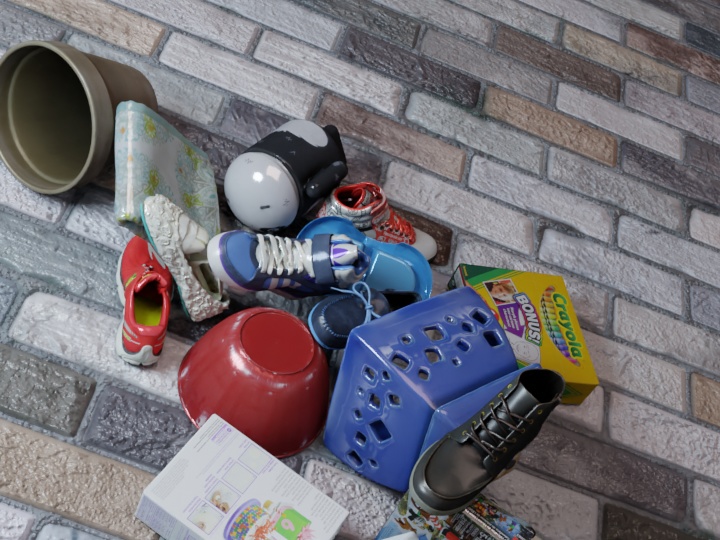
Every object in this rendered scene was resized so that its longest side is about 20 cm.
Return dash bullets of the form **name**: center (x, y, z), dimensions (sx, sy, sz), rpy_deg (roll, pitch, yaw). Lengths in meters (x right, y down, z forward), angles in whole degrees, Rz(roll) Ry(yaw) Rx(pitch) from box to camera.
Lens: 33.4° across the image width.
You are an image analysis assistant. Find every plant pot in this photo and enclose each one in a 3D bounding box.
- **plant pot**: center (-0.376, -0.216, 1.631), dimensions (0.200, 0.200, 0.173), rpy_deg (42, 30, 15)
- **plant pot**: center (0.096, 0.166, 1.453), dimensions (0.200, 0.200, 0.180), rpy_deg (-20, 48, -36)

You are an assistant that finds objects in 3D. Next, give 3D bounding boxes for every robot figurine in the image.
- **robot figurine**: center (-0.104, -0.136, 1.711), dimensions (0.125, 0.150, 0.200), rpy_deg (47, 49, 2)

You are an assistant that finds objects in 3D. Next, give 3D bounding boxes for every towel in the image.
- **towel**: center (-0.252, -0.108, 1.577), dimensions (0.200, 0.048, 0.172), rpy_deg (35, 42, -55)

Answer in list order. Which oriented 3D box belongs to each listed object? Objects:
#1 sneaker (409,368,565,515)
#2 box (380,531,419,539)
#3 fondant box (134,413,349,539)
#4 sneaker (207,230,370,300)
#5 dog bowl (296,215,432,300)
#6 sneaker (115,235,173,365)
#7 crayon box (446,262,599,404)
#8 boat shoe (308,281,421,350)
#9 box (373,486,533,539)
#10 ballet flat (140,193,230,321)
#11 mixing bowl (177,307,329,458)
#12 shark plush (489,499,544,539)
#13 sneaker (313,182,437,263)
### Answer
- **sneaker**: center (0.132, 0.172, 1.265), dimensions (0.075, 0.106, 0.200), rpy_deg (42, 48, 16)
- **box**: center (-0.015, 0.379, 1.265), dimensions (0.200, 0.124, 0.098), rpy_deg (-32, 92, -41)
- **fondant box**: center (-0.134, 0.277, 1.368), dimensions (0.200, 0.058, 0.144), rpy_deg (34, 45, 8)
- **sneaker**: center (-0.078, -0.020, 1.513), dimensions (0.200, 0.146, 0.081), rpy_deg (21, 57, -50)
- **dog bowl**: center (0.000, 0.000, 1.659), dimensions (0.199, 0.050, 0.112), rpy_deg (22, 83, -6)
- **sneaker**: center (-0.265, 0.024, 1.517), dimensions (0.077, 0.085, 0.200), rpy_deg (8, 48, -20)
- **crayon box**: center (0.229, 0.089, 1.710), dimensions (0.172, 0.058, 0.200), rpy_deg (6, 48, -21)
- **boat shoe**: center (0.008, 0.047, 1.539), dimensions (0.200, 0.069, 0.084), rpy_deg (-23, 86, -57)
- **box**: center (0.092, 0.310, 1.341), dimensions (0.136, 0.200, 0.038), rpy_deg (37, 47, 11)
- **ballet flat**: center (-0.212, -0.020, 1.507), dimensions (0.071, 0.200, 0.072), rpy_deg (-10, 41, 9)
- **mixing bowl**: center (-0.119, 0.120, 1.484), dimensions (0.199, 0.109, 0.201), rpy_deg (13, 46, -13)
- **shark plush**: center (0.150, 0.310, 1.495), dimensions (0.200, 0.091, 0.083), rpy_deg (28, 20, 30)
- **sneaker**: center (0.035, -0.066, 1.725), dimensions (0.201, 0.108, 0.067), rpy_deg (9, 47, -18)
